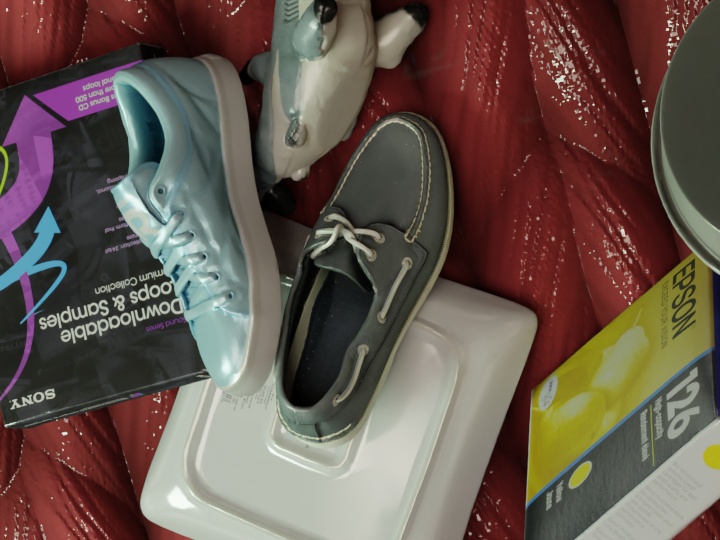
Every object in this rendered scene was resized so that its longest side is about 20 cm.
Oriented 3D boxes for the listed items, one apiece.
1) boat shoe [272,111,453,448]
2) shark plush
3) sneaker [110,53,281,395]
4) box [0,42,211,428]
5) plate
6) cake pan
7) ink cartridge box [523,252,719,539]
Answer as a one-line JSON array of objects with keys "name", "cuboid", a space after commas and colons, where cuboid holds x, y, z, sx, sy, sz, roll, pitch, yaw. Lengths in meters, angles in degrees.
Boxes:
[{"name": "boat shoe", "cuboid": [0.000, 0.000, 1.504, 0.073, 0.062, 0.200, 16, 80, 18]}, {"name": "shark plush", "cuboid": [-0.035, -0.104, 1.541, 0.083, 0.091, 0.200, 38, 127, 33]}, {"name": "sneaker", "cuboid": [-0.102, -0.024, 1.504, 0.074, 0.082, 0.200, -38, 60, 55]}, {"name": "box", "cuboid": [-0.163, -0.018, 1.583, 0.143, 0.036, 0.200, -17, 82, 23]}, {"name": "plate", "cuboid": [-0.020, 0.085, 1.554, 0.200, 0.032, 0.200, 21, 96, 20]}, {"name": "cake pan", "cuboid": [0.243, -0.082, 1.393, 0.200, 0.037, 0.200, -7, 70, 21]}, {"name": "ink cartridge box", "cuboid": [0.168, 0.065, 1.423, 0.047, 0.198, 0.200, 38, 115, -13]}]
